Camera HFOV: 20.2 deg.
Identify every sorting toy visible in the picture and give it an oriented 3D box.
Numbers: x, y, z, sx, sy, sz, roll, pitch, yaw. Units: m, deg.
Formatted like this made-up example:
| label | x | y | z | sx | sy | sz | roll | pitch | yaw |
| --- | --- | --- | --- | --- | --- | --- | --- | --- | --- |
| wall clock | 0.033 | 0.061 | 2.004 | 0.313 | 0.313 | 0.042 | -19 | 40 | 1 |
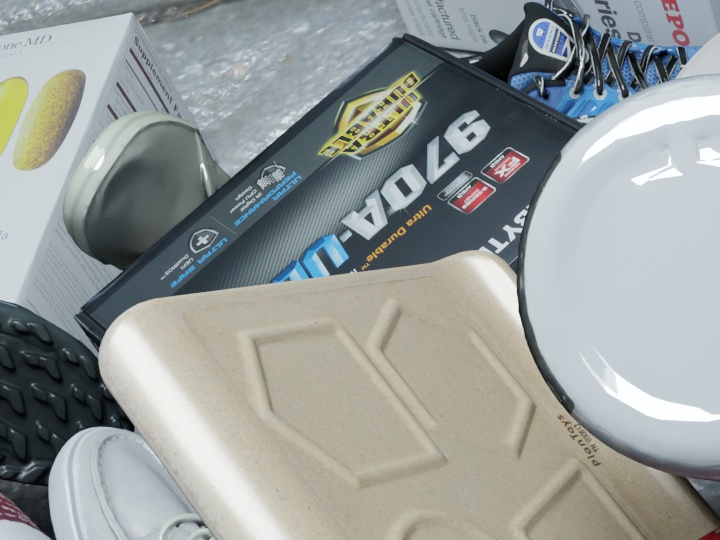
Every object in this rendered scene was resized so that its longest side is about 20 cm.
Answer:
| label | x | y | z | sx | sy | sz | roll | pitch | yaw |
| --- | --- | --- | --- | --- | --- | --- | --- | --- | --- |
| sorting toy | 0.029 | 0.076 | 0.677 | 0.185 | 0.200 | 0.037 | 51 | 126 | 22 |

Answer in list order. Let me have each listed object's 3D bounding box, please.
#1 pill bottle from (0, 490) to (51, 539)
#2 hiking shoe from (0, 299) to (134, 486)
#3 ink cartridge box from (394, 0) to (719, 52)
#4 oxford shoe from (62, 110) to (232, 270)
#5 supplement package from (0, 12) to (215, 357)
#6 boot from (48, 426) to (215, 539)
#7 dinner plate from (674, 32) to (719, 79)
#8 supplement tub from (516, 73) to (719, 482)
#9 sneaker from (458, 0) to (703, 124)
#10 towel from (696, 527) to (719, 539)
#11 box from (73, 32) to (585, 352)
| label | x | y | z | sx | sy | sz | roll | pitch | yaw |
| --- | --- | --- | --- | --- | --- | --- | --- | --- | --- |
| pill bottle | -0.187 | 0.141 | 0.870 | 0.110 | 0.110 | 0.200 | -42 | 42 | -15 |
| hiking shoe | -0.194 | 0.035 | 0.890 | 0.075 | 0.199 | 0.087 | -67 | 15 | 1 |
| ink cartridge box | 0.101 | -0.182 | 1.008 | 0.199 | 0.146 | 0.084 | 12 | 54 | 37 |
| oxford shoe | -0.077 | -0.020 | 0.924 | 0.058 | 0.200 | 0.075 | 34 | 86 | 20 |
| supplement package | -0.165 | -0.019 | 1.019 | 0.113 | 0.110 | 0.200 | -7 | 45 | 23 |
| boot | -0.050 | 0.120 | 0.787 | 0.073 | 0.096 | 0.200 | -6 | 52 | -42 |
| dinner plate | 0.216 | -0.058 | 0.816 | 0.199 | 0.024 | 0.201 | -9 | 49 | 10 |
| supplement tub | 0.132 | 0.011 | 0.677 | 0.122 | 0.200 | 0.123 | -2 | 83 | 19 |
| sneaker | 0.109 | -0.079 | 0.943 | 0.199 | 0.089 | 0.079 | -8 | 45 | 19 |
| towel | 0.182 | 0.115 | 0.599 | 0.199 | 0.023 | 0.145 | -26 | 54 | -2 |
| box | 0.000 | 0.000 | 0.842 | 0.200 | 0.046 | 0.159 | -41 | 42 | -13 |
